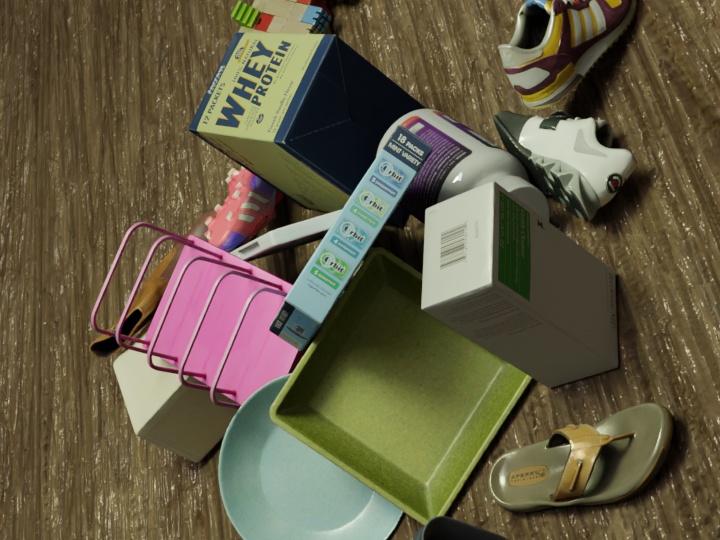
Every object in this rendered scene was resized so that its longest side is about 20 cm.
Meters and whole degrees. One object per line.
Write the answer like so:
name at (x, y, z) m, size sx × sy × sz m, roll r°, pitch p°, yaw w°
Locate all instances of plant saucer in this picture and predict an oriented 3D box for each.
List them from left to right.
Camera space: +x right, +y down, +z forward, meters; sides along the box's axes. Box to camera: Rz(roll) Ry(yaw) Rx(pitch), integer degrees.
plant saucer at (-0.045, 0.205, 1.377) m, size 0.198 × 0.039 × 0.204 m, roll -1°, pitch 83°, yaw 7°
plant saucer at (0.043, 0.113, 1.323) m, size 0.201 × 0.199 × 0.048 m, roll -57°, pitch -2°, yaw 1°

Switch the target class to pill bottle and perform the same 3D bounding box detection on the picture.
pill bottle at (0.108, -0.086, 1.405) m, size 0.112 × 0.111 × 0.200 m, roll -54°, pitch 39°, yaw 4°

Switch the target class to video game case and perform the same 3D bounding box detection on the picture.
video game case at (-0.060, -0.042, 1.494) m, size 0.200 × 0.141 × 0.018 m, roll -18°, pitch 90°, yaw 70°

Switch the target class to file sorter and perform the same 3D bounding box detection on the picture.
file sorter at (-0.169, 0.049, 1.433) m, size 0.199 × 0.125 × 0.140 m, roll 25°, pitch 92°, yaw 32°

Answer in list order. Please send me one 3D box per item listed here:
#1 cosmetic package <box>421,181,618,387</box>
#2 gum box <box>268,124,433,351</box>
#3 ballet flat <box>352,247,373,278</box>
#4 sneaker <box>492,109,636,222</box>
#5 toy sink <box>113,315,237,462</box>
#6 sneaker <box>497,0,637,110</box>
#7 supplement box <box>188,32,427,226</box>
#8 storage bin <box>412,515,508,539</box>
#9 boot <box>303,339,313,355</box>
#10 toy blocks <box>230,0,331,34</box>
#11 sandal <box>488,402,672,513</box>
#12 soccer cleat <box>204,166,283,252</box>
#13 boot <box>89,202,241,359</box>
cosmetic package at (0.147, 0.017, 1.225) m, size 0.084 × 0.199 × 0.109 m, roll -21°, pitch 53°, yaw 38°
gum box at (-0.013, -0.027, 1.311) m, size 0.201 × 0.044 × 0.170 m, roll -58°, pitch 1°, yaw -15°
ballet flat at (0.000, 0.000, 1.491) m, size 0.199 × 0.062 × 0.068 m, roll 16°, pitch 78°, yaw 51°
sneaker at (0.209, -0.123, 1.366) m, size 0.088 × 0.074 × 0.200 m, roll -38°, pitch 39°, yaw -4°
toy sink at (-0.178, 0.103, 1.588) m, size 0.200 × 0.112 × 0.131 m, roll -47°, pitch 41°, yaw 13°
sneaker at (0.216, -0.262, 1.392) m, size 0.074 × 0.090 × 0.201 m, roll 2°, pitch 49°, yaw 48°
supplement box at (-0.051, -0.166, 1.556) m, size 0.199 × 0.199 × 0.135 m, roll 14°, pitch 74°, yaw 51°
storage bin at (0.052, 0.337, 1.180) m, size 0.134 × 0.145 × 0.202 m, roll -34°, pitch 44°, yaw 41°
boot at (-0.056, 0.177, 1.449) m, size 0.130 × 0.067 × 0.202 m, roll 27°, pitch 87°, yaw 48°
toy blocks at (-0.089, -0.325, 1.800) m, size 0.136 × 0.100 × 0.202 m, roll 21°, pitch 81°, yaw 39°
sandal at (0.187, 0.168, 1.199) m, size 0.199 × 0.054 × 0.081 m, roll -22°, pitch 51°, yaw 37°
soccer cleat at (-0.135, -0.071, 1.631) m, size 0.067 × 0.076 × 0.201 m, roll -39°, pitch 19°, yaw 23°
boot at (-0.238, 0.009, 1.662) m, size 0.188 × 0.069 × 0.200 m, roll -36°, pitch 6°, yaw 26°
